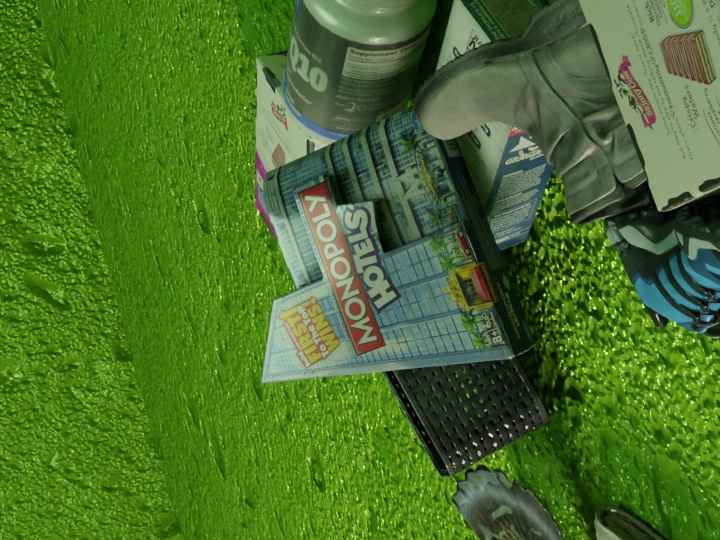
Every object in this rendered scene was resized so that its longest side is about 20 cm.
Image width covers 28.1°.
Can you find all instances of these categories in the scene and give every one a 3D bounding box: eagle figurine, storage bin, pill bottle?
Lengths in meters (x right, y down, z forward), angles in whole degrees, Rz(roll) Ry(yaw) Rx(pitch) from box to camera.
[{"bbox_3d":[0.132,0.269,1.172,0.152,0.151,0.200,-19,58,49],"label":"eagle figurine"},{"bbox_3d":[0.061,0.060,1.179,0.200,0.094,0.135,60,175,7],"label":"storage bin"},{"bbox_3d":[0.000,-0.203,1.185,0.114,0.114,0.200,63,157,26],"label":"pill bottle"}]

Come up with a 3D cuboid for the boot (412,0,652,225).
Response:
[{"bbox_3d":[0.117,-0.086,0.909,0.200,0.070,0.132,-28,79,53],"label":"boot"}]

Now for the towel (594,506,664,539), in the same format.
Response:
[{"bbox_3d":[0.235,0.272,1.055,0.200,0.034,0.133,-145,44,-60],"label":"towel"}]

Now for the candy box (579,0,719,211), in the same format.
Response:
[{"bbox_3d":[0.201,-0.122,0.736,0.137,0.061,0.200,71,159,5],"label":"candy box"}]

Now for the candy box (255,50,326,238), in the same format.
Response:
[{"bbox_3d":[-0.055,-0.106,1.462,0.200,0.061,0.136,94,152,-46],"label":"candy box"}]

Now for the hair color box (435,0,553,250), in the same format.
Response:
[{"bbox_3d":[0.099,-0.109,1.073,0.100,0.060,0.200,59,155,28],"label":"hair color box"}]

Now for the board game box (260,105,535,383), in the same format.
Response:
[{"bbox_3d":[0.000,0.000,1.077,0.062,0.200,0.200,-15,-97,-67],"label":"board game box"}]

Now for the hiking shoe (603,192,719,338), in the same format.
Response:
[{"bbox_3d":[0.217,-0.004,0.851,0.200,0.074,0.087,-167,55,-78],"label":"hiking shoe"}]
